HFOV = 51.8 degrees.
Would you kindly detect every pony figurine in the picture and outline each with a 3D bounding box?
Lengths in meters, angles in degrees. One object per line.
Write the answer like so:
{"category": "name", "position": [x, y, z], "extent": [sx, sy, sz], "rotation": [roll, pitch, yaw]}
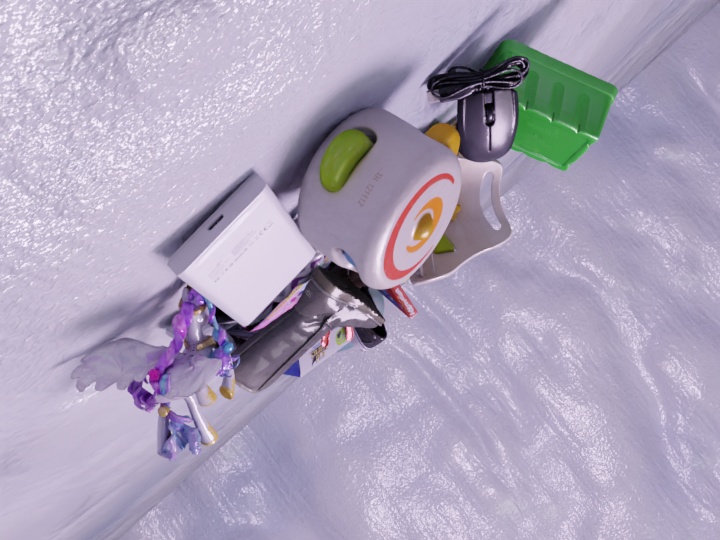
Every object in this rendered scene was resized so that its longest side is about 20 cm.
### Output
{"category": "pony figurine", "position": [-0.218, 0.124, 0.885], "extent": [0.194, 0.163, 0.204], "rotation": [-52, 147, -53]}

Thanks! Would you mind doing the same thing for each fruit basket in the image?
{"category": "fruit basket", "position": [0.272, -0.276, 1.140], "extent": [0.214, 0.217, 0.156], "rotation": [-36, 172, -31]}

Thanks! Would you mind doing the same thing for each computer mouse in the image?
{"category": "computer mouse", "position": [0.167, -0.201, 1.015], "extent": [0.135, 0.054, 0.201], "rotation": [-11, 155, 8]}
{"category": "computer mouse", "position": [-0.207, 0.091, 1.056], "extent": [0.045, 0.108, 0.200], "rotation": [-65, 166, -5]}

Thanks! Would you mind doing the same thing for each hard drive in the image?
{"category": "hard drive", "position": [-0.127, -0.015, 0.849], "extent": [0.132, 0.026, 0.200], "rotation": [-46, 159, -6]}

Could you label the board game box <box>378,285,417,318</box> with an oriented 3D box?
{"category": "board game box", "position": [0.022, 0.003, 1.241], "extent": [0.019, 0.104, 0.200], "rotation": [-38, -150, -7]}

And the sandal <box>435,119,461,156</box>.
{"category": "sandal", "position": [0.176, -0.220, 1.242], "extent": [0.069, 0.079, 0.211], "rotation": [-36, 169, 15]}

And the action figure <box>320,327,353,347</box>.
{"category": "action figure", "position": [-0.078, 0.071, 1.211], "extent": [0.064, 0.201, 0.101], "rotation": [-9, 126, -23]}

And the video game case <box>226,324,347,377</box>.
{"category": "video game case", "position": [-0.130, 0.115, 1.264], "extent": [0.196, 0.047, 0.180], "rotation": [3, -161, 32]}

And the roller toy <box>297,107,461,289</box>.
{"category": "roller toy", "position": [0.030, -0.081, 0.873], "extent": [0.199, 0.139, 0.185], "rotation": [-29, 145, -45]}

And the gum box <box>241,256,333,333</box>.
{"category": "gum box", "position": [-0.107, 0.004, 1.117], "extent": [0.200, 0.066, 0.113], "rotation": [-44, 173, 14]}

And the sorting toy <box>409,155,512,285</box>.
{"category": "sorting toy", "position": [0.147, -0.096, 1.170], "extent": [0.175, 0.205, 0.107], "rotation": [-10, -176, 0]}

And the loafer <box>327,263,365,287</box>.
{"category": "loafer", "position": [0.000, 0.000, 1.107], "extent": [0.073, 0.072, 0.200], "rotation": [-38, 172, -29]}

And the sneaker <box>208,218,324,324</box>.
{"category": "sneaker", "position": [-0.130, 0.006, 0.980], "extent": [0.201, 0.078, 0.139], "rotation": [-49, 166, 17]}

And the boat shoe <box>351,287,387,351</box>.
{"category": "boat shoe", "position": [-0.010, 0.033, 1.239], "extent": [0.065, 0.204, 0.069], "rotation": [-24, 174, 37]}

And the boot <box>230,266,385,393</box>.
{"category": "boot", "position": [-0.077, 0.099, 1.057], "extent": [0.201, 0.073, 0.181], "rotation": [-50, 136, 8]}

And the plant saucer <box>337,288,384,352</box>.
{"category": "plant saucer", "position": [-0.053, 0.064, 1.395], "extent": [0.200, 0.200, 0.039], "rotation": [-38, 141, -22]}
